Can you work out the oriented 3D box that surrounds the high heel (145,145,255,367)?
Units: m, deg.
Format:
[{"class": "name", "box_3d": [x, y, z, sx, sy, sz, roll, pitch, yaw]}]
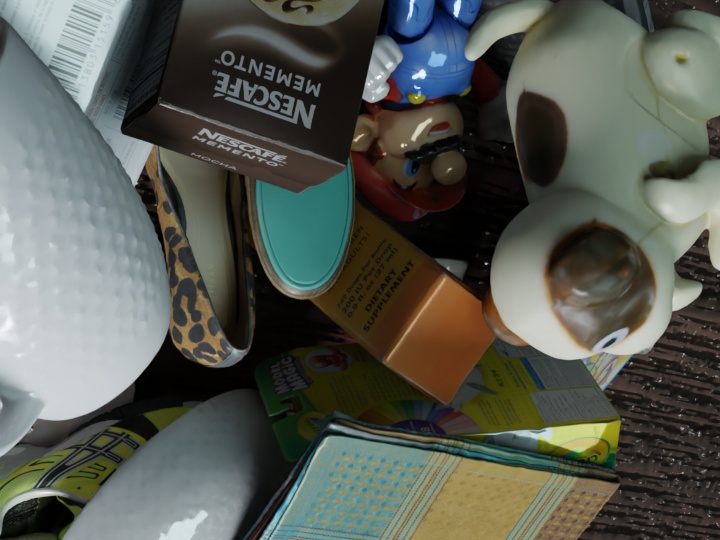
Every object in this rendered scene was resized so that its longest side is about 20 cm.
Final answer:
[{"class": "high heel", "box_3d": [-0.082, -0.050, 1.078, 0.071, 0.142, 0.202, -1, 114, -29]}]

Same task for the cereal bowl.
[{"class": "cereal bowl", "box_3d": [-0.096, 0.173, 1.117, 0.200, 0.083, 0.201, -40, 156, -21]}]

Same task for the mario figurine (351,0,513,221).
[{"class": "mario figurine", "box_3d": [0.050, -0.108, 1.096, 0.122, 0.107, 0.201, 9, 130, -3]}]

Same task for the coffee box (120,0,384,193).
[{"class": "coffee box", "box_3d": [-0.048, -0.158, 1.020, 0.112, 0.080, 0.202, 17, 75, -19]}]

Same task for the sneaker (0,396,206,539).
[{"class": "sneaker", "box_3d": [-0.159, 0.136, 1.127, 0.198, 0.076, 0.076, -18, 121, -26]}]

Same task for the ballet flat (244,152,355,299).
[{"class": "ballet flat", "box_3d": [-0.046, -0.082, 1.096, 0.067, 0.072, 0.203, -8, 87, -17]}]

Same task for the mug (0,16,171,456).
[{"class": "mug", "box_3d": [-0.187, 0.004, 0.917, 0.176, 0.146, 0.201, 52, 40, -31]}]

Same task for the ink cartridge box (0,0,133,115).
[{"class": "ink cartridge box", "box_3d": [-0.237, -0.090, 0.991, 0.172, 0.044, 0.202, 20, 102, -22]}]

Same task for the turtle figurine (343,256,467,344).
[{"class": "turtle figurine", "box_3d": [0.004, 0.086, 1.243, 0.142, 0.200, 0.196, 3, 92, -9]}]

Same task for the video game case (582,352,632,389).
[{"class": "video game case", "box_3d": [0.158, 0.058, 1.288, 0.143, 0.018, 0.200, -50, 162, 0]}]

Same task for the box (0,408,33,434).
[{"class": "box", "box_3d": [-0.298, 0.085, 1.022, 0.199, 0.038, 0.137, -33, 122, 16]}]

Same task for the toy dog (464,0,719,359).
[{"class": "toy dog", "box_3d": [0.138, -0.046, 1.032, 0.193, 0.139, 0.202, 30, 61, -28]}]

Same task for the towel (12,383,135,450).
[{"class": "towel", "box_3d": [-0.237, 0.115, 1.136, 0.189, 0.032, 0.202, 3, 111, -33]}]

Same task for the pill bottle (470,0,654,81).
[{"class": "pill bottle", "box_3d": [0.125, -0.160, 1.170, 0.113, 0.114, 0.201, -29, 125, -16]}]

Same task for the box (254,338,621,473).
[{"class": "box", "box_3d": [0.041, 0.086, 1.099, 0.198, 0.118, 0.049, -2, 117, -14]}]

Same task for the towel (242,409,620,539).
[{"class": "towel", "box_3d": [0.034, 0.148, 1.058, 0.198, 0.022, 0.147, 13, 128, -29]}]

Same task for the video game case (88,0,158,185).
[{"class": "video game case", "box_3d": [-0.205, -0.088, 1.038, 0.180, 0.023, 0.202, 22, 101, -24]}]

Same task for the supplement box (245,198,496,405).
[{"class": "supplement box", "box_3d": [0.000, 0.000, 1.116, 0.069, 0.200, 0.067, 34, 93, -38]}]
